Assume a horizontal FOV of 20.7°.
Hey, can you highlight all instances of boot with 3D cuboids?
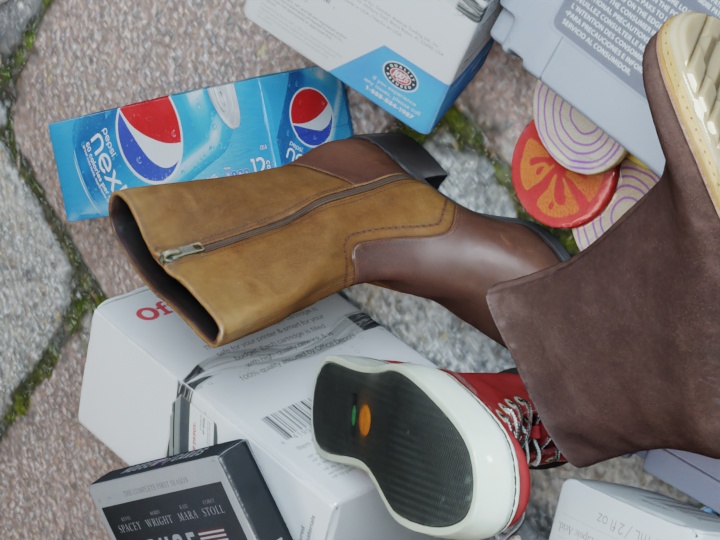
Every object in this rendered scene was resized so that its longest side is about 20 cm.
[{"bbox_3d":[0.000,0.000,0.990,0.188,0.199,0.069,48,129,24],"label":"boot"},{"bbox_3d":[0.073,0.080,0.944,0.200,0.143,0.073,-156,71,-69],"label":"boot"},{"bbox_3d":[0.115,-0.001,0.821,0.165,0.072,0.201,-11,116,40],"label":"boot"}]

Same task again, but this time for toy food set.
[{"bbox_3d":[0.154,-0.063,0.927,0.197,0.048,0.202,18,114,41],"label":"toy food set"}]

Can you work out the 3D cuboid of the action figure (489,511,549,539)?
[{"bbox_3d":[0.099,0.222,1.051,0.130,0.069,0.202,-14,89,49],"label":"action figure"}]

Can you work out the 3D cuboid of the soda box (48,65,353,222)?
[{"bbox_3d":[-0.095,-0.074,1.158,0.199,0.068,0.065,-7,97,46],"label":"soda box"}]

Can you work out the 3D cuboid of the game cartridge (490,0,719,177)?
[{"bbox_3d":[0.157,-0.104,0.856,0.200,0.041,0.134,43,112,28],"label":"game cartridge"}]

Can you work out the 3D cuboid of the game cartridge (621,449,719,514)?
[{"bbox_3d":[0.213,0.077,0.875,0.199,0.038,0.130,30,130,18],"label":"game cartridge"}]

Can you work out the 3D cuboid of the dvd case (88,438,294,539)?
[{"bbox_3d":[-0.062,0.191,1.039,0.150,0.025,0.201,-19,98,54],"label":"dvd case"}]

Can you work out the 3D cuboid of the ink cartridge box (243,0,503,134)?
[{"bbox_3d":[0.028,-0.174,0.919,0.115,0.067,0.201,34,140,8],"label":"ink cartridge box"}]

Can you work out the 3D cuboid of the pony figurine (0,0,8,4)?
[{"bbox_3d":[-0.326,-0.194,1.317,0.193,0.165,0.202,168,82,-78],"label":"pony figurine"}]

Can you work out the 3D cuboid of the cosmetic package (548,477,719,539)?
[{"bbox_3d":[0.122,0.206,0.901,0.101,0.074,0.202,17,93,58],"label":"cosmetic package"}]

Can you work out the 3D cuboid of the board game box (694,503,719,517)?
[{"bbox_3d":[0.155,0.232,0.970,0.134,0.034,0.201,-25,84,12],"label":"board game box"}]

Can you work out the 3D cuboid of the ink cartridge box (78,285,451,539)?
[{"bbox_3d":[-0.039,0.083,1.092,0.200,0.144,0.085,36,127,32],"label":"ink cartridge box"}]
